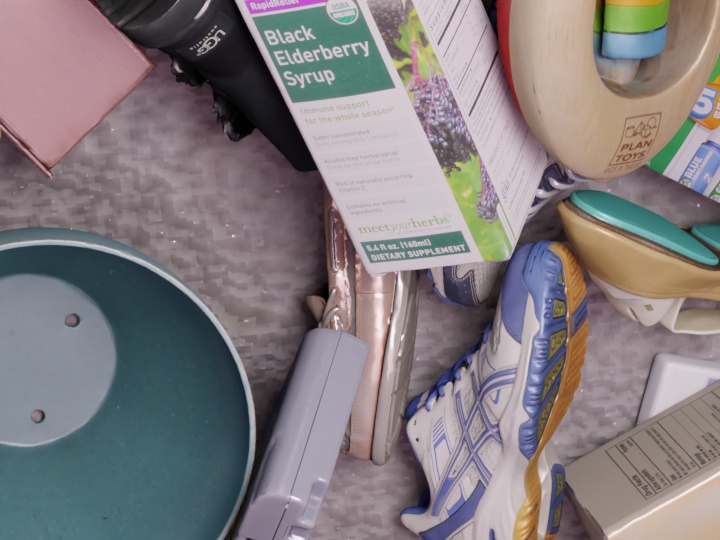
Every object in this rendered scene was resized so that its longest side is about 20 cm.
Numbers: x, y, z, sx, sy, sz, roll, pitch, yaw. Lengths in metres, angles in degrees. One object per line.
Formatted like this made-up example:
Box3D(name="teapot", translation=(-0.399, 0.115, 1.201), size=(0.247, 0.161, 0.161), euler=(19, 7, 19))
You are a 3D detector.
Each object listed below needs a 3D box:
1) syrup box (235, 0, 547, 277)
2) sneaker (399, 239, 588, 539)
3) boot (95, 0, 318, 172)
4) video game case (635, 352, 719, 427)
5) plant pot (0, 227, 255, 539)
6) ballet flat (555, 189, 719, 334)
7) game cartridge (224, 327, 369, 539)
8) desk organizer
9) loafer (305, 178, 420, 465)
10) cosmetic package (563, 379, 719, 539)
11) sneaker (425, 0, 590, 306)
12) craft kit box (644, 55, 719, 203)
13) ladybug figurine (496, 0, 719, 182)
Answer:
Box3D(name="syrup box", translation=(0.011, -0.101, 1.141), size=(0.079, 0.082, 0.200), euler=(-7, 127, 28))
Box3D(name="sneaker", translation=(0.063, 0.071, 1.286), size=(0.088, 0.075, 0.201), euler=(19, 118, 22))
Box3D(name="boot", translation=(-0.087, -0.147, 1.201), size=(0.076, 0.200, 0.168), euler=(-39, 145, 9))
Box3D(name="video game case", translation=(0.237, 0.150, 1.395), size=(0.199, 0.023, 0.183), euler=(11, 104, -15))
Box3D(name="plant pot", translation=(-0.161, 0.064, 1.224), size=(0.199, 0.135, 0.201), euler=(-3, 106, -12))
Box3D(name="ballet flat", translation=(0.165, 0.004, 1.277), size=(0.200, 0.069, 0.063), euler=(8, 112, -45))
Box3D(name="game cartridge", translation=(-0.046, 0.126, 1.242), size=(0.040, 0.134, 0.200), euler=(23, 133, 0))
Box3D(name="desk organizer", translation=(-0.195, -0.146, 1.190), size=(0.077, 0.072, 0.200), euler=(-44, 110, 0))
Box3D(name="loafer", translation=(0.000, 0.000, 1.283), size=(0.063, 0.072, 0.201), euler=(8, 102, 7))
Box3D(name="cosmetic package", translation=(0.216, 0.102, 1.312), size=(0.200, 0.105, 0.071), euler=(-29, 108, -1))
Box3D(name="sneaker", translation=(0.090, -0.063, 1.247), size=(0.085, 0.077, 0.200), euler=(23, 117, 13))
Box3D(name="craft kit box", translation=(0.229, -0.118, 1.236), size=(0.200, 0.049, 0.198), euler=(26, 114, 9))
Box3D(name="ladybug figurine", translation=(0.114, -0.138, 1.142), size=(0.135, 0.072, 0.201), euler=(-11, 118, -39))
